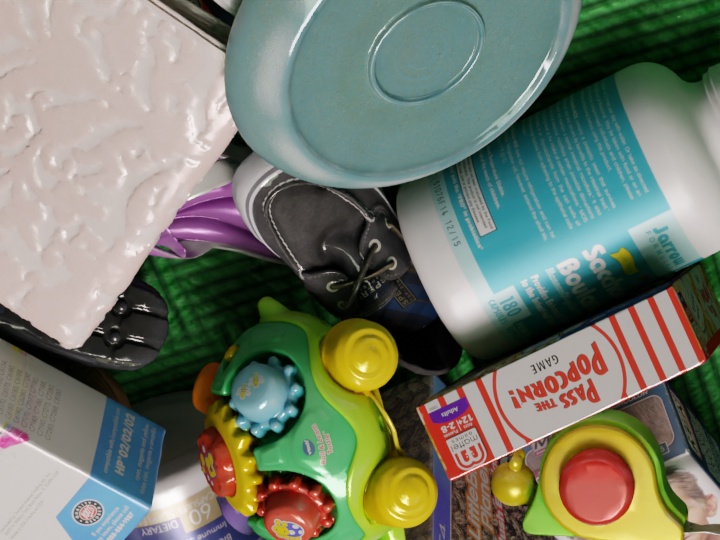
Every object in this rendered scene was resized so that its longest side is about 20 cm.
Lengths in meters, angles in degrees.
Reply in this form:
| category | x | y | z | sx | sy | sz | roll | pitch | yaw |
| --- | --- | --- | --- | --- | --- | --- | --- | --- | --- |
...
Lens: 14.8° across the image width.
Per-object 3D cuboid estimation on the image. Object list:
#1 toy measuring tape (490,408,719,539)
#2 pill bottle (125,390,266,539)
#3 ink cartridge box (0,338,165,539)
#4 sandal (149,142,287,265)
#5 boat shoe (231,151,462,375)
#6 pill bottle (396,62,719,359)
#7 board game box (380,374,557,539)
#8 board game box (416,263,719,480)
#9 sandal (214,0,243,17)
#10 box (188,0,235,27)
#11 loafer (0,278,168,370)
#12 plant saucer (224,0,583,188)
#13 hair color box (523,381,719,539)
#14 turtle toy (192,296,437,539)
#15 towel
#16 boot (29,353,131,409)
| category | x | y | z | sx | sy | sz | roll | pitch | yaw |
| --- | --- | --- | --- | --- | --- | --- | --- | --- | --- |
| toy measuring tape | 0.170 | 0.113 | 1.521 | 0.198 | 0.074 | 0.074 | 2 | 133 | 10 |
| pill bottle | -0.087 | 0.180 | 1.609 | 0.110 | 0.111 | 0.201 | -18 | 115 | 5 |
| ink cartridge box | -0.219 | 0.092 | 1.469 | 0.199 | 0.068 | 0.115 | 30 | 125 | -18 |
| sandal | -0.091 | -0.033 | 1.494 | 0.201 | 0.050 | 0.083 | 4 | 130 | -16 |
| boat shoe | 0.000 | 0.000 | 1.496 | 0.070 | 0.066 | 0.200 | -34 | 141 | 4 |
| pill bottle | 0.127 | -0.040 | 1.489 | 0.199 | 0.111 | 0.111 | -26 | 130 | 13 |
| board game box | 0.057 | 0.190 | 1.630 | 0.096 | 0.160 | 0.200 | -25 | 130 | 24 |
| board game box | 0.122 | 0.052 | 1.525 | 0.151 | 0.200 | 0.047 | -26 | 89 | 12 |
| sandal | -0.091 | -0.193 | 1.344 | 0.079 | 0.059 | 0.207 | -41 | 112 | 9 |
| box | 0.000 | -0.151 | 1.417 | 0.199 | 0.040 | 0.137 | -28 | 131 | 14 |
| loafer | -0.201 | 0.009 | 1.499 | 0.199 | 0.070 | 0.069 | 18 | 83 | -9 |
| plant saucer | 0.029 | -0.114 | 1.374 | 0.199 | 0.027 | 0.201 | -18 | 137 | -17 |
| hair color box | 0.176 | 0.142 | 1.657 | 0.100 | 0.061 | 0.200 | -26 | 145 | 14 |
| turtle toy | -0.030 | 0.113 | 1.492 | 0.101 | 0.146 | 0.201 | -17 | 94 | -20 |
| towel | -0.171 | -0.082 | 1.407 | 0.190 | 0.032 | 0.200 | 34 | 119 | -6 |
| boot | -0.243 | 0.100 | 1.566 | 0.199 | 0.073 | 0.156 | 14 | 125 | -19 |
